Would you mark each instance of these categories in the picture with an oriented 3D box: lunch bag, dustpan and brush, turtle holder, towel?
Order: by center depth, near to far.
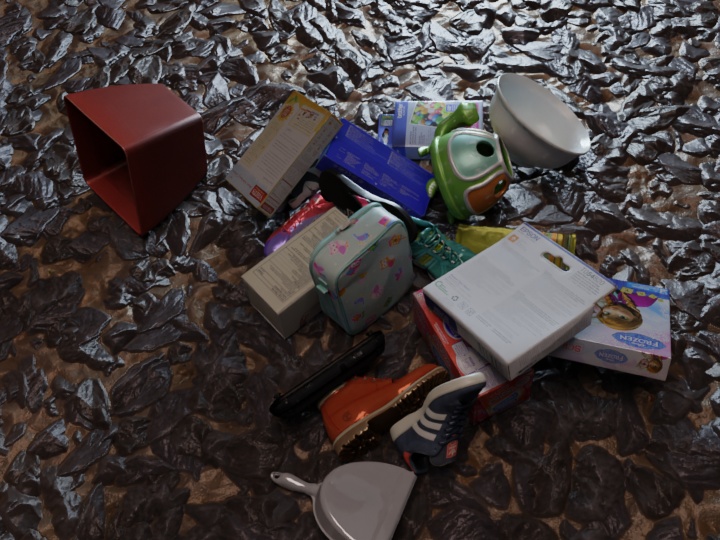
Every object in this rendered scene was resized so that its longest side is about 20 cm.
[{"bbox_3d":[-0.037,0.313,1.138,0.198,0.058,0.140,21,49,12],"label":"dustpan and brush"},{"bbox_3d":[0.000,0.000,1.249,0.160,0.201,0.077,-38,57,-16],"label":"lunch bag"},{"bbox_3d":[0.255,-0.035,1.352,0.198,0.018,0.087,6,56,12],"label":"towel"},{"bbox_3d":[0.185,-0.180,1.380,0.131,0.141,0.186,-20,36,22],"label":"turtle holder"}]

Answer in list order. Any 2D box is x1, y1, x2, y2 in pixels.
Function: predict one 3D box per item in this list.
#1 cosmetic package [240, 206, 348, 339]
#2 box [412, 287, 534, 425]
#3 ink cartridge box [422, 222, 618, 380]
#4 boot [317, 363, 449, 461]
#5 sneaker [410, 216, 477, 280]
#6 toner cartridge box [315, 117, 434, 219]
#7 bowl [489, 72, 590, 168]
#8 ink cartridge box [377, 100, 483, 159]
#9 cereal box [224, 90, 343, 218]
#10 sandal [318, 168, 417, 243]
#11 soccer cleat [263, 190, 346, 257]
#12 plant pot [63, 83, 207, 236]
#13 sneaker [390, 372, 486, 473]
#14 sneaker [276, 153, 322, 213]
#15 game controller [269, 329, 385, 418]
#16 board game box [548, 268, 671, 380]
[{"bbox_3d":[-0.082,0.003,1.326,0.199,0.088,0.103,-37,61,-18],"label":"cosmetic package"},{"bbox_3d":[0.164,0.112,1.215,0.099,0.096,0.201,-23,57,-10],"label":"box"},{"bbox_3d":[0.223,0.037,1.152,0.199,0.041,0.200,-31,44,-14],"label":"ink cartridge box"},{"bbox_3d":[0.030,0.179,1.196,0.199,0.075,0.107,-31,51,-5],"label":"boot"},{"bbox_3d":[0.121,-0.032,1.322,0.199,0.080,0.078,30,72,29],"label":"sneaker"},{"bbox_3d":[0.029,-0.168,1.393,0.199,0.043,0.096,31,54,-13],"label":"toner cartridge box"},{"bbox_3d":[0.295,-0.243,1.421,0.200,0.091,0.202,23,38,-20],"label":"bowl"},{"bbox_3d":[0.128,-0.261,1.510,0.198,0.042,0.120,0,56,9],"label":"ink cartridge box"},{"bbox_3d":[-0.133,-0.200,1.386,0.200,0.039,0.144,-51,42,3],"label":"cereal box"},{"bbox_3d":[0.004,-0.094,1.325,0.199,0.075,0.045,33,44,18],"label":"sandal"},{"bbox_3d":[-0.088,-0.091,1.397,0.199,0.077,0.067,-35,57,-17],"label":"soccer cleat"},{"bbox_3d":[-0.387,-0.220,1.465,0.176,0.201,0.199,-33,57,-30],"label":"plant pot"},{"bbox_3d":[0.118,0.213,1.111,0.074,0.200,0.085,-6,59,-34],"label":"sneaker"},{"bbox_3d":[-0.143,-0.169,1.454,0.199,0.080,0.130,34,78,38],"label":"sneaker"},{"bbox_3d":[-0.050,0.154,1.212,0.199,0.104,0.042,-33,90,-15],"label":"game controller"},{"bbox_3d":[0.351,0.071,1.202,0.198,0.041,0.200,11,30,14],"label":"board game box"}]
